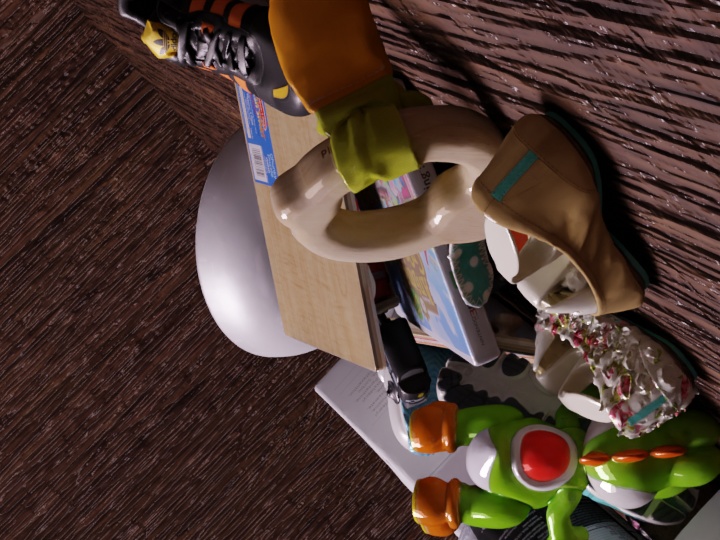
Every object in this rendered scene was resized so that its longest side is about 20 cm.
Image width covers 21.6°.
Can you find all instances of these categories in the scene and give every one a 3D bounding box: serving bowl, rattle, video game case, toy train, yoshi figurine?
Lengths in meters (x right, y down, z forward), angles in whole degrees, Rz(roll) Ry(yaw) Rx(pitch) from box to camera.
[{"bbox_3d":[-0.041,-0.027,1.514,0.065,0.201,0.200,8,152,38],"label":"serving bowl"},{"bbox_3d":[0.029,-0.071,1.056,0.199,0.130,0.143,10,-144,-47],"label":"rattle"},{"bbox_3d":[0.025,-0.041,1.230,0.200,0.022,0.183,-148,37,-75],"label":"video game case"},{"bbox_3d":[0.000,0.000,1.306,0.046,0.034,0.201,105,142,-71],"label":"toy train"},{"bbox_3d":[0.137,0.123,1.214,0.112,0.198,0.113,-67,-34,-54],"label":"yoshi figurine"}]

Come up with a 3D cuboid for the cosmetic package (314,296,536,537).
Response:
[{"bbox_3d":[0.100,0.129,1.631,0.167,0.166,0.200,48,174,-35],"label":"cosmetic package"}]

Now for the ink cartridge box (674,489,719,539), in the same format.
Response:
[{"bbox_3d":[0.286,0.216,1.144,0.147,0.083,0.200,47,177,-12],"label":"ink cartridge box"}]

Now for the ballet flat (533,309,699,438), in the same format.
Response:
[{"bbox_3d":[0.141,0.054,1.168,0.076,0.064,0.200,46,177,-15],"label":"ballet flat"}]

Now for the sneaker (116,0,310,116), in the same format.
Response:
[{"bbox_3d":[-0.092,-0.146,1.225,0.200,0.089,0.070,44,140,51],"label":"sneaker"}]

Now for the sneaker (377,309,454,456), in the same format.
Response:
[{"bbox_3d":[0.046,0.069,1.549,0.076,0.081,0.201,19,-132,-23],"label":"sneaker"}]

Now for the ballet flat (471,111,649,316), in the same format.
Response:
[{"bbox_3d":[0.094,-0.015,0.937,0.069,0.063,0.200,44,176,29],"label":"ballet flat"}]

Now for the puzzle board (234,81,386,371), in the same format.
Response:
[{"bbox_3d":[-0.034,-0.040,1.297,0.150,0.017,0.202,18,121,62],"label":"puzzle board"}]

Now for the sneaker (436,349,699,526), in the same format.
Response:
[{"bbox_3d":[0.144,0.117,1.300,0.199,0.078,0.080,27,154,23],"label":"sneaker"}]

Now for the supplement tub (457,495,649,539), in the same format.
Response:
[{"bbox_3d":[0.162,0.233,1.298,0.123,0.123,0.200,48,176,-39],"label":"supplement tub"}]

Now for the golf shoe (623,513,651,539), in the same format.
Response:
[{"bbox_3d":[0.221,0.153,1.415,0.199,0.092,0.073,31,136,3],"label":"golf shoe"}]

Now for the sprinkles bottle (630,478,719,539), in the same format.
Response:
[{"bbox_3d":[0.257,0.205,1.314,0.200,0.068,0.068,51,178,13],"label":"sprinkles bottle"}]

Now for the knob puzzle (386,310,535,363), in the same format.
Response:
[{"bbox_3d":[0.085,0.045,1.422,0.218,0.031,0.220,10,176,1],"label":"knob puzzle"}]

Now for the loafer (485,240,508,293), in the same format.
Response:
[{"bbox_3d":[0.051,-0.024,1.384,0.073,0.072,0.200,66,166,-11],"label":"loafer"}]
